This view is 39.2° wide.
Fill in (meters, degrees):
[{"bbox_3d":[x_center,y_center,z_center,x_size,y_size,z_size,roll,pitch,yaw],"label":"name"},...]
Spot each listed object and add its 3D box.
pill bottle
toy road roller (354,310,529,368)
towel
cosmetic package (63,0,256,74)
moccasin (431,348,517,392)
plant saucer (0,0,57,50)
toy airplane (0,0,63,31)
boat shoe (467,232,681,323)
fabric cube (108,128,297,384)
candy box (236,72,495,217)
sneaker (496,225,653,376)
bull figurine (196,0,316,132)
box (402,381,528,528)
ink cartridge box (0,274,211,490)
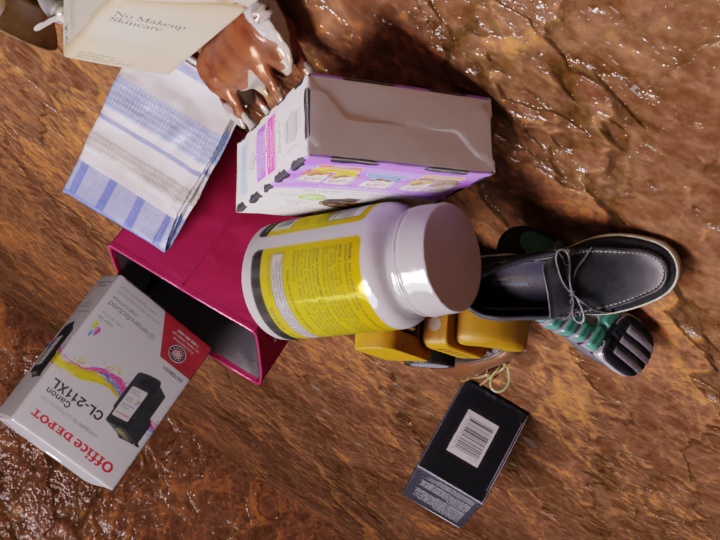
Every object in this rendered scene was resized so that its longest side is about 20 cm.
[{"bbox_3d":[0.000,0.000,0.915,0.199,0.115,0.114,-8,137,36],"label":"pill bottle"},{"bbox_3d":[0.089,0.032,1.044,0.145,0.124,0.200,-2,167,31],"label":"toy road roller"},{"bbox_3d":[-0.217,-0.137,1.070,0.146,0.201,0.024,31,-172,11],"label":"towel"},{"bbox_3d":[-0.168,-0.232,0.834,0.103,0.074,0.200,4,170,-31],"label":"cosmetic package"},{"bbox_3d":[0.145,0.102,1.213,0.077,0.074,0.201,27,156,-9],"label":"moccasin"},{"bbox_3d":[-0.401,-0.306,1.069,0.200,0.036,0.200,35,-169,-8],"label":"plant saucer"},{"bbox_3d":[-0.345,-0.303,0.947,0.199,0.142,0.199,23,180,-11],"label":"toy airplane"},{"bbox_3d":[0.181,0.012,0.898,0.199,0.062,0.075,-5,106,20],"label":"boat shoe"},{"bbox_3d":[-0.148,-0.019,1.193,0.199,0.200,0.196,30,157,8],"label":"fabric cube"},{"bbox_3d":[-0.004,-0.099,0.894,0.167,0.072,0.200,3,169,-23],"label":"candy box"},{"bbox_3d":[0.196,0.034,1.006,0.200,0.075,0.087,43,168,-15],"label":"sneaker"},{"bbox_3d":[-0.092,-0.192,0.920,0.122,0.065,0.200,58,158,-8],"label":"bull figurine"},{"bbox_3d":[0.147,0.267,1.453,0.104,0.148,0.200,29,159,9],"label":"box"},{"bbox_3d":[-0.291,0.128,1.162,0.146,0.200,0.083,42,157,-22],"label":"ink cartridge box"}]
